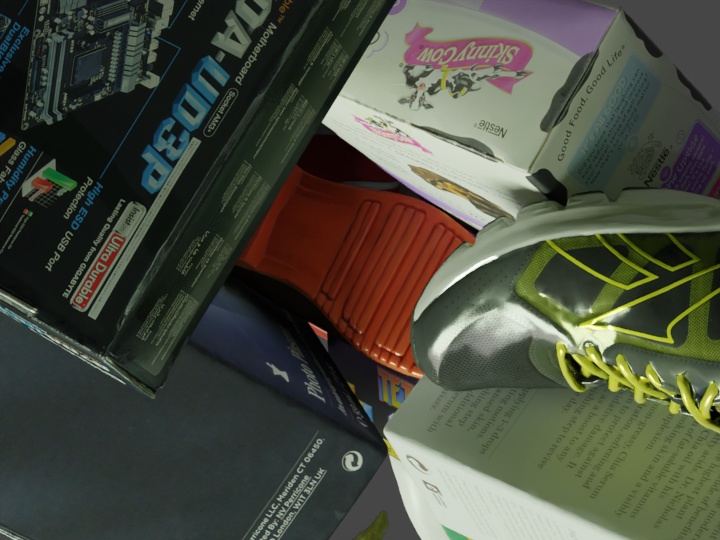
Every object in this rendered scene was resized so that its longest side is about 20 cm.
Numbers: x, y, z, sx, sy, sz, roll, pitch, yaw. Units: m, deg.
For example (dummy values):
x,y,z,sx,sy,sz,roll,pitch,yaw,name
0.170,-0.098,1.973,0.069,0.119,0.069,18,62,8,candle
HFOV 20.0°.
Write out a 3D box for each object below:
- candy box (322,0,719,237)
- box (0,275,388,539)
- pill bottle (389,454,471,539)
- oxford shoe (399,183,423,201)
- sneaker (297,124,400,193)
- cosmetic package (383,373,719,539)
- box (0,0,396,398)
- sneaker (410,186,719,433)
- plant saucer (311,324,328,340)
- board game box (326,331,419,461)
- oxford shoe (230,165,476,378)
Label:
x,y,z,sx,sy,sz,roll,pitch,yaw,name
0.072,-0.052,0.824,0.168,0.072,0.200,27,175,41,candy box
-0.119,0.043,0.930,0.198,0.123,0.200,30,-170,-26,box
0.121,0.079,1.122,0.199,0.113,0.113,-16,161,13,pill bottle
0.020,-0.038,1.083,0.200,0.070,0.075,-24,92,44,oxford shoe
-0.071,-0.049,1.012,0.199,0.113,0.071,1,-147,-10,sneaker
0.120,0.073,0.752,0.200,0.102,0.071,22,154,38,cosmetic package
-0.084,-0.083,0.668,0.159,0.200,0.046,27,172,23,box
0.109,0.018,0.703,0.200,0.085,0.074,-15,148,22,sneaker
0.014,-0.009,1.197,0.199,0.037,0.200,28,141,26,plant saucer
0.111,0.044,0.972,0.200,0.057,0.165,-20,-151,-32,board game box
0.000,0.000,0.926,0.200,0.071,0.073,30,171,18,oxford shoe
